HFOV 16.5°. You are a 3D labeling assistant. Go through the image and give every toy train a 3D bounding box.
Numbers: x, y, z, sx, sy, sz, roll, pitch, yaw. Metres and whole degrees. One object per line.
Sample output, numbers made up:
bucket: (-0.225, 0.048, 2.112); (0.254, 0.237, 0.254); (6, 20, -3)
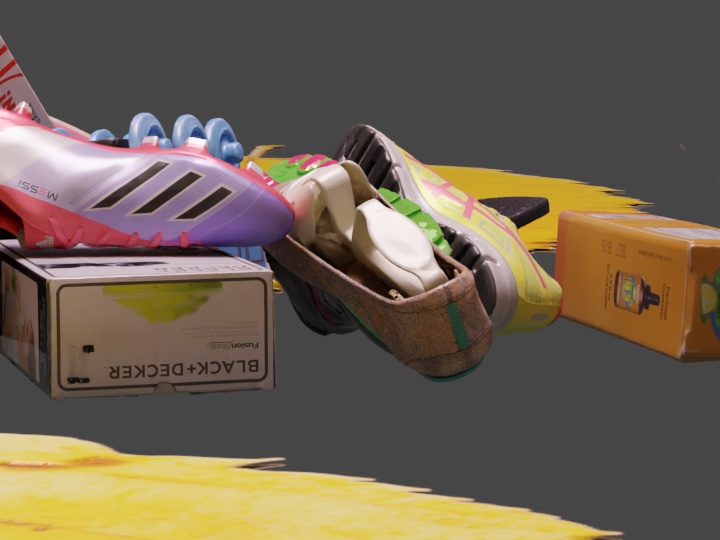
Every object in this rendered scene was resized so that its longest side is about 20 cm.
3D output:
toy train: (-0.122, -0.031, 1.475); (0.086, 0.115, 0.200); (-9, -1, 19)

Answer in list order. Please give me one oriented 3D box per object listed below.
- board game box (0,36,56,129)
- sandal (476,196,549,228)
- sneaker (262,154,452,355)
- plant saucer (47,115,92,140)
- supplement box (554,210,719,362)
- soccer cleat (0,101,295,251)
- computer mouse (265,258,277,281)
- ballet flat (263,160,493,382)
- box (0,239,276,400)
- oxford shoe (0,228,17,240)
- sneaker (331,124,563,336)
board game box: (-0.262, -0.111, 1.525); (0.046, 0.152, 0.200); (-43, 41, -20)
sandal: (0.069, -0.009, 1.699); (0.075, 0.045, 0.200); (-2, 18, 31)
sneaker: (0.000, 0.000, 1.399); (0.076, 0.084, 0.200); (-24, 32, -14)
plant saucer: (-0.209, -0.059, 1.680); (0.200, 0.051, 0.201); (26, 13, -6)
supplement box: (0.173, 0.007, 1.409); (0.068, 0.067, 0.200); (2, 6, -14)
soccer cleat: (-0.135, -0.035, 1.287); (0.199, 0.077, 0.067); (16, -24, 2)
computer mouse: (-0.037, -0.007, 1.583); (0.109, 0.044, 0.200); (-8, 16, -32)
ballet flat: (0.002, -0.017, 1.292); (0.068, 0.067, 0.200); (-33, 42, -20)
box: (-0.122, 0.021, 1.284); (0.116, 0.060, 0.200); (-2, 7, -16)
oxford shoe: (-0.292, -0.014, 1.552); (0.199, 0.073, 0.084); (4, 9, 33)
sneaker: (0.047, -0.017, 1.469); (0.090, 0.078, 0.200); (8, 29, -39)
